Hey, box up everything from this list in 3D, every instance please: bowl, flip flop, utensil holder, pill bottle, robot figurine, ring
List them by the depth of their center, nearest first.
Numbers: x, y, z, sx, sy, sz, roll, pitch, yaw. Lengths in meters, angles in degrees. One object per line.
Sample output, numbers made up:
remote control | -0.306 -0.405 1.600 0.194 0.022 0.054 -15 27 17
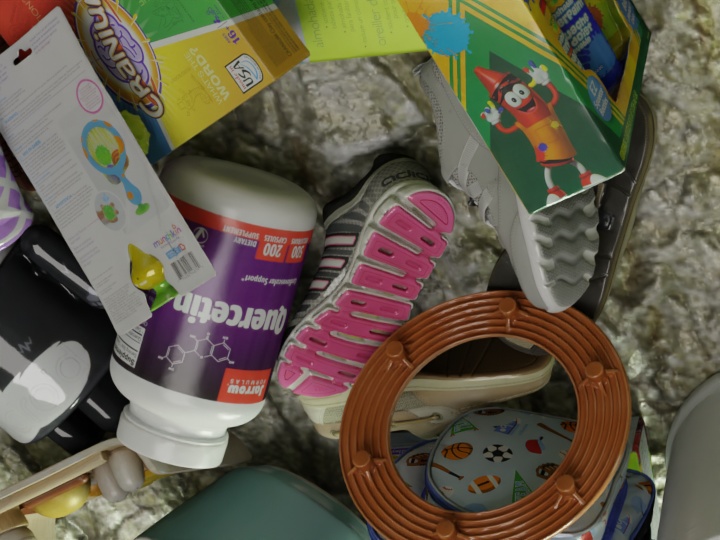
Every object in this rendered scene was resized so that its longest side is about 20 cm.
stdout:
ring | 0.079 0.097 1.657 0.199 0.201 0.019 -7 148 17
flip flop | 0.149 -0.033 1.710 0.081 0.058 0.201 25 108 17
utensil holder | 0.284 0.183 1.716 0.169 0.200 0.171 5 121 9
pill bottle | -0.106 0.029 1.737 0.112 0.112 0.201 16 101 3
robot figurine | -0.245 0.040 1.804 0.200 0.125 0.150 41 90 -12
bowl | -0.057 0.218 1.845 0.200 0.105 0.201 32 159 13

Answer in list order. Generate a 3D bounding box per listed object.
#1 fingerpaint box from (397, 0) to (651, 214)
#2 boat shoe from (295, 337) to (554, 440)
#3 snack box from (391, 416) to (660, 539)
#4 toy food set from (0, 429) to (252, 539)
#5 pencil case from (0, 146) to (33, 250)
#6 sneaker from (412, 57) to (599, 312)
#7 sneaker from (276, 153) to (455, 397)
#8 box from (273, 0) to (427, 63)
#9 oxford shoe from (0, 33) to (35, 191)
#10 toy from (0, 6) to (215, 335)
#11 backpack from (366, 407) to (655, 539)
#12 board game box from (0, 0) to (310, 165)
fingerpaint box | 0.105 -0.159 1.558 0.073 0.200 0.167 -24 111 23
boat shoe | 0.049 0.083 1.792 0.199 0.072 0.065 -9 123 24
snack box | 0.116 0.184 1.842 0.199 0.053 0.143 -4 117 15
toy food set | -0.192 0.172 1.848 0.199 0.143 0.061 -25 79 24
pencil case | -0.293 -0.098 1.680 0.085 0.084 0.201 -22 105 8
sneaker | 0.096 -0.064 1.670 0.082 0.075 0.201 -26 76 40
sneaker | 0.000 0.000 1.744 0.073 0.088 0.200 16 124 -22
box | -0.046 -0.198 1.660 0.199 0.048 0.122 -5 118 17
oxford shoe | -0.271 -0.145 1.742 0.074 0.071 0.201 -6 115 37
toy | -0.167 -0.068 1.668 0.115 0.047 0.201 -31 86 45
backpack | 0.097 0.185 1.715 0.189 0.200 0.155 4 113 17
board game box | -0.143 -0.156 1.654 0.153 0.040 0.200 53 139 -6
